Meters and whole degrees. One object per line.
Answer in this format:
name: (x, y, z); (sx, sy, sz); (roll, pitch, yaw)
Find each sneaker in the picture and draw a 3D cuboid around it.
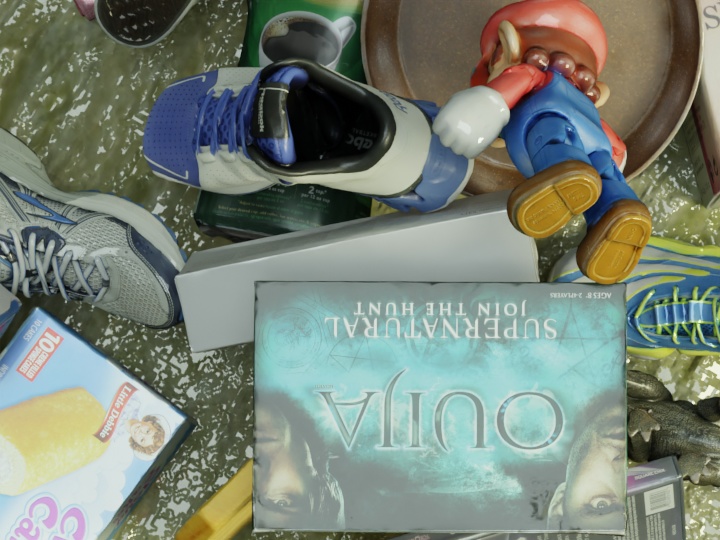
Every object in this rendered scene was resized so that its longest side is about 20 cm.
sneaker: (-0.191, -0.011, 1.618); (0.200, 0.077, 0.085); (28, 41, 20)
sneaker: (0.211, 0.016, 1.616); (0.199, 0.105, 0.076); (7, 84, 2)
sneaker: (-0.079, -0.218, 1.609); (0.200, 0.085, 0.073); (-40, 101, 13)
sneaker: (-0.046, -0.086, 1.529); (0.199, 0.115, 0.081); (8, 82, 31)

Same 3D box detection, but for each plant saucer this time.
plant saucer: (0.101, -0.136, 1.590); (0.200, 0.034, 0.201); (2, 102, 9)

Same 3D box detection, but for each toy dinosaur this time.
toy dinosaur: (0.181, 0.094, 1.619); (0.199, 0.102, 0.077); (17, 74, 13)

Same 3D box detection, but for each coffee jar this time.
coffee jar: (-0.030, -0.110, 1.643); (0.104, 0.085, 0.201); (11, 84, 15)

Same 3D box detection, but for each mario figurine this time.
mario figurine: (0.097, -0.067, 1.495); (0.106, 0.200, 0.124); (-13, 127, 3)

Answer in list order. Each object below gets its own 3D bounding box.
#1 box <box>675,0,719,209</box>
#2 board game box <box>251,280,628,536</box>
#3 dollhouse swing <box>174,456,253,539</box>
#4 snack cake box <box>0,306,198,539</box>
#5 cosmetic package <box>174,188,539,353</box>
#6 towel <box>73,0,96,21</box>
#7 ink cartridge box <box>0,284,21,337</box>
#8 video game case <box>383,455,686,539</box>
box: (0.249, -0.151, 1.632); (0.127, 0.109, 0.201); (-14, 84, -1)
board game box: (0.042, 0.073, 1.450); (0.199, 0.028, 0.136); (0, 85, 2)
dollhouse swing: (0.019, 0.128, 1.561); (0.181, 0.200, 0.176); (31, 87, 4)
snack cake box: (-0.203, 0.137, 1.631); (0.115, 0.067, 0.200); (36, 86, 5)
cosmetic package: (0.000, 0.000, 1.549); (0.199, 0.083, 0.051); (-11, 97, 5)
towel: (-0.116, -0.263, 1.670); (0.200, 0.023, 0.144); (-28, 84, 13)
ink cartridge box: (-0.308, 0.058, 1.608); (0.136, 0.076, 0.200); (40, 122, 5)
video game case: (0.092, 0.170, 1.586); (0.199, 0.143, 0.019); (-15, 61, 0)
